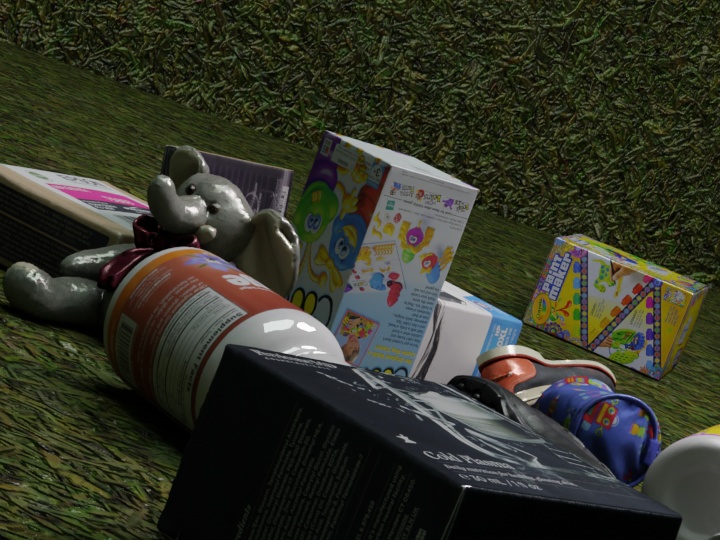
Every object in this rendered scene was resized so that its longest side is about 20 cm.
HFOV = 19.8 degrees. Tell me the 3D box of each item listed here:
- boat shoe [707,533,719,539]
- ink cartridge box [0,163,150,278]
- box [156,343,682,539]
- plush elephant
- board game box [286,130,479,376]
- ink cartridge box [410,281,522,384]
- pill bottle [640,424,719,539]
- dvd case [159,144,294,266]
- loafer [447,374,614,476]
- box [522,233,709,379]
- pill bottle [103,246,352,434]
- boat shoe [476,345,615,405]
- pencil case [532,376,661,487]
[{"bbox_3d":[0.347,0.239,1.493,0.086,0.075,0.202,-7,18,-38],"label":"boat shoe"},{"bbox_3d":[-0.225,-0.024,1.772,0.164,0.075,0.200,26,9,25],"label":"ink cartridge box"},{"bbox_3d":[0.033,0.142,1.142,0.200,0.124,0.196,14,9,-47],"label":"box"},{"bbox_3d":[-0.141,-0.011,1.591,0.164,0.155,0.200,26,9,32],"label":"plush elephant"},{"bbox_3d":[0.000,0.000,1.737,0.105,0.201,0.103,14,10,-39],"label":"board game box"},{"bbox_3d":[0.031,0.046,1.951,0.200,0.085,0.144,14,10,-44],"label":"ink cartridge box"},{"bbox_3d":[0.296,0.179,1.677,0.104,0.105,0.200,24,7,18],"label":"pill bottle"},{"bbox_3d":[-0.123,-0.023,1.762,0.016,0.149,0.200,12,2,26],"label":"dvd case"},{"bbox_3d":[0.132,0.145,1.621,0.070,0.068,0.200,28,5,-42],"label":"loafer"},{"bbox_3d":[0.337,0.043,2.694,0.192,0.122,0.200,24,8,14],"label":"box"},{"bbox_3d":[-0.081,0.066,1.388,0.112,0.113,0.200,15,10,-41],"label":"pill bottle"},{"bbox_3d":[0.182,0.119,1.960,0.200,0.071,0.063,16,51,-50],"label":"boat shoe"},{"bbox_3d":[0.199,0.135,1.730,0.086,0.078,0.200,13,1,-4],"label":"pencil case"}]
